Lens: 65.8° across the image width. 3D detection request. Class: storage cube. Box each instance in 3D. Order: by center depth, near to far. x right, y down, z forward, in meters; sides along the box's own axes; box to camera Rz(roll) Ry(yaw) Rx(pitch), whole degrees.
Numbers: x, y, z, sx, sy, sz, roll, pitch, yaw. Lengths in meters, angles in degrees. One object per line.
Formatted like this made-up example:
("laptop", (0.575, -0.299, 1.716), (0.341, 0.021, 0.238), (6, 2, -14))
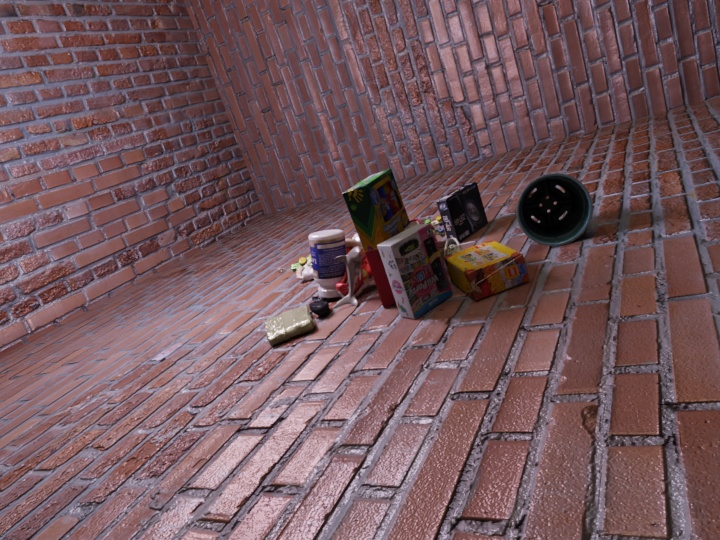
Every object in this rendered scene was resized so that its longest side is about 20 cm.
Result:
("storage cube", (0.115, -0.025, 1.578), (0.170, 0.180, 0.200), (-18, 14, 5))

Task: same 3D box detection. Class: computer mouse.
("computer mouse", (-0.127, 0.108, 1.704), (0.058, 0.034, 0.200), (-5, 7, -5))

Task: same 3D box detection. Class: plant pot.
("plant pot", (0.554, -0.186, 1.621), (0.200, 0.201, 0.196), (-14, 8, 16))

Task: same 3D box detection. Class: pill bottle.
("pill bottle", (-0.096, -0.022, 1.756), (0.115, 0.201, 0.116), (-6, 12, 1))

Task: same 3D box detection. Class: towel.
("towel", (-0.210, 0.154, 1.619), (0.148, 0.037, 0.200), (-22, 15, -6))

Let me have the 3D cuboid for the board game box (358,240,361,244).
("board game box", (0.032, -0.081, 1.939), (0.135, 0.028, 0.200), (-4, -24, -45))

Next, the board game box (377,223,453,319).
("board game box", (0.141, 0.000, 1.419), (0.147, 0.200, 0.064), (-29, 18, -31))

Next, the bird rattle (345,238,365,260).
("bird rattle", (-0.032, -0.031, 1.846), (0.200, 0.163, 0.113), (-25, 32, 12))

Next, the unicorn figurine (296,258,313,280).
("unicorn figurine", (-0.150, -0.007, 2.067), (0.200, 0.074, 0.137), (-29, 21, 18))

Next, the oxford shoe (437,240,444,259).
("oxford shoe", (0.220, -0.043, 1.726), (0.071, 0.074, 0.200), (-5, -6, 2))

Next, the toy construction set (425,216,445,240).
("toy construction set", (0.197, -0.114, 1.954), (0.200, 0.092, 0.131), (-18, 38, 34))

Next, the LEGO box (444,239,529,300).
("LEGO box", (0.324, -0.006, 1.454), (0.149, 0.077, 0.200), (-20, 15, -3))

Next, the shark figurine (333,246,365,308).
("shark figurine", (-0.038, -0.001, 1.622), (0.089, 0.215, 0.128), (9, 34, -3))

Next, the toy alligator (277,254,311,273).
("toy alligator", (-0.226, -0.012, 2.193), (0.199, 0.059, 0.054), (-20, 56, -5))

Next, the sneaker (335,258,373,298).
("sneaker", (0.000, 0.000, 1.710), (0.077, 0.085, 0.200), (6, 52, 52))

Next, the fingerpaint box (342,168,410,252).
("fingerpaint box", (0.049, -0.164, 1.486), (0.073, 0.167, 0.200), (-13, 15, 28))

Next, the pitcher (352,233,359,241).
("pitcher", (0.082, -0.125, 2.116), (0.171, 0.122, 0.200), (-11, 0, -22))

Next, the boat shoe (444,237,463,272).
("boat shoe", (0.279, -0.046, 1.676), (0.072, 0.062, 0.200), (-17, 16, 7))

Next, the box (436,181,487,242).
("box", (0.357, -0.202, 1.941), (0.043, 0.161, 0.200), (-4, 20, 47))
